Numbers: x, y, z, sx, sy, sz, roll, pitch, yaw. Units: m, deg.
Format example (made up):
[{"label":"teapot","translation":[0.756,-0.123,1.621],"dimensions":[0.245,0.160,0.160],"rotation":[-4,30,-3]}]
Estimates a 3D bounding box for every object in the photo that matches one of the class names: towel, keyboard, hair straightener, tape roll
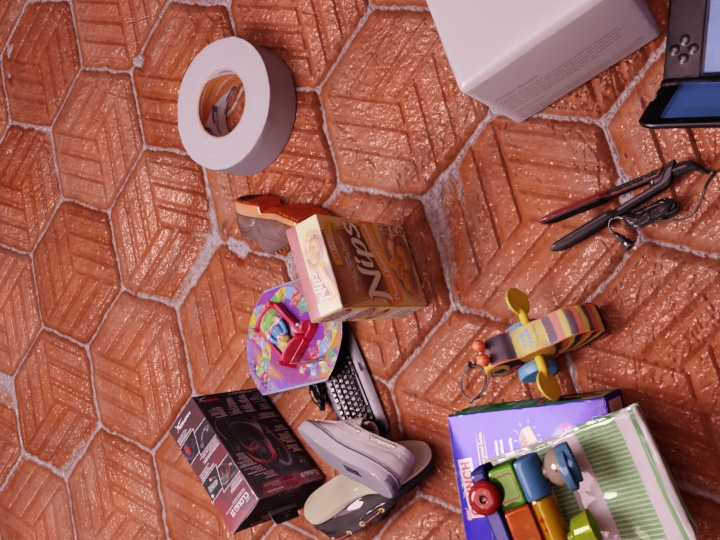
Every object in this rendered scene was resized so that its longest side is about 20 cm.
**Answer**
[{"label":"towel","translation":[0.234,0.245,0.821],"dimensions":[0.198,0.023,0.155],"rotation":[-31,74,29]},{"label":"keyboard","translation":[-0.038,0.155,1.094],"dimensions":[0.103,0.039,0.203],"rotation":[-33,69,28]},{"label":"hair straightener","translation":[0.304,-0.061,0.875],"dimensions":[0.197,0.041,0.078],"rotation":[-23,75,27]},{"label":"tape roll","translation":[-0.195,-0.253,1.205],"dimensions":[0.197,0.066,0.205],"rotation":[-2,87,34]}]

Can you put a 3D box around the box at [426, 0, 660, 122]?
[{"label":"box","translation":[0.193,-0.316,0.876],"dimensions":[0.197,0.170,0.204],"rotation":[-29,72,29]}]

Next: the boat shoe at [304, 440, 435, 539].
[{"label":"boat shoe","translation":[0.019,0.294,1.037],"dimensions":[0.200,0.063,0.074],"rotation":[-34,27,16]}]

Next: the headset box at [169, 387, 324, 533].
[{"label":"headset box","translation":[-0.155,0.271,1.102],"dimensions":[0.200,0.148,0.075],"rotation":[48,114,26]}]

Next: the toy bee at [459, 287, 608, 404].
[{"label":"toy bee","translation":[0.184,0.099,0.896],"dimensions":[0.201,0.108,0.131],"rotation":[-51,54,15]}]

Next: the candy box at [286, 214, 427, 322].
[{"label":"candy box","translation":[0.000,0.000,0.978],"dimensions":[0.055,0.198,0.118],"rotation":[-25,75,30]}]

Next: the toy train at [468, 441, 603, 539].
[{"label":"toy train","translation":[0.198,0.285,0.794],"dimensions":[0.114,0.084,0.203],"rotation":[-25,78,18]}]

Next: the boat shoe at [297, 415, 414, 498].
[{"label":"boat shoe","translation":[-0.005,0.230,1.026],"dimensions":[0.070,0.072,0.198],"rotation":[-45,31,-24]}]

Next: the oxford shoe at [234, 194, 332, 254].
[{"label":"oxford shoe","translation":[-0.105,-0.059,1.143],"dimensions":[0.198,0.071,0.074],"rotation":[19,118,38]}]

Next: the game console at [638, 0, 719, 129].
[{"label":"game console","translation":[0.393,-0.222,0.768],"dimensions":[0.197,0.116,0.180],"rotation":[6,91,34]}]

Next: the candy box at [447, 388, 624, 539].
[{"label":"candy box","translation":[0.211,0.237,0.895],"dimensions":[0.197,0.076,0.173],"rotation":[-13,82,32]}]

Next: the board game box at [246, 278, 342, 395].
[{"label":"board game box","translation":[-0.112,0.089,1.124],"dimensions":[0.197,0.039,0.162],"rotation":[-18,68,37]}]
